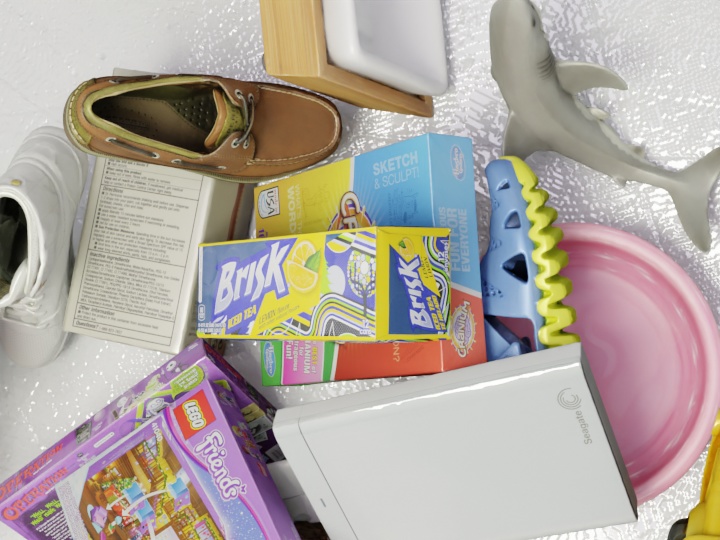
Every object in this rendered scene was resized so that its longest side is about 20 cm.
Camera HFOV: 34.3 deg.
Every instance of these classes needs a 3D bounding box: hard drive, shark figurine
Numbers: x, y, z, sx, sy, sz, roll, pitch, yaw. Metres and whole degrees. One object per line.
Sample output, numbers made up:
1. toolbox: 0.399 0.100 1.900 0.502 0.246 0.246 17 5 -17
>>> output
1. hard drive: 0.061 0.123 0.739 0.199 0.027 0.132 -15 119 18
2. shark figurine: 0.145 -0.089 0.812 0.214 0.128 0.090 39 71 -11

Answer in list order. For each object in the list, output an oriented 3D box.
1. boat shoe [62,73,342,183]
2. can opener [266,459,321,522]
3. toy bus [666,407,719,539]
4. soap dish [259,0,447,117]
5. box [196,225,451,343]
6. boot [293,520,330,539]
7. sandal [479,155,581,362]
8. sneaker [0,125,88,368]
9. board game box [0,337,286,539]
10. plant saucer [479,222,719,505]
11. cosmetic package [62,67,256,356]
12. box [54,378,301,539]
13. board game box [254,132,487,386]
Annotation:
1. boat shoe: -0.098 -0.097 0.796 0.199 0.068 0.072 -4 92 -23
2. can opener: -0.011 0.142 0.818 0.199 0.067 0.053 -16 108 22
3. toy bus: 0.259 0.170 0.733 0.135 0.200 0.192 7 51 14
4. soap dish: -0.010 -0.215 0.837 0.081 0.157 0.201 -10 82 30
5. box: -0.030 0.011 0.763 0.200 0.064 0.070 -3 86 52
6. boot: 0.009 0.262 0.824 0.200 0.075 0.108 33 106 21
7. sandal: 0.098 0.024 0.769 0.087 0.079 0.201 -9 81 18
8. sneaker: -0.249 0.008 0.837 0.073 0.116 0.201 13 120 1
9. board game box: -0.157 0.146 0.860 0.200 0.120 0.032 -35 38 8
10. plant saucer: 0.149 0.069 0.814 0.200 0.051 0.202 -2 83 15
11. cosmetic package: -0.144 -0.041 0.883 0.103 0.087 0.201 11 89 17
12. box: -0.109 0.191 0.768 0.137 0.039 0.200 -35 59 9
13. board game box: 0.000 0.000 0.809 0.200 0.040 0.154 -12 79 50
